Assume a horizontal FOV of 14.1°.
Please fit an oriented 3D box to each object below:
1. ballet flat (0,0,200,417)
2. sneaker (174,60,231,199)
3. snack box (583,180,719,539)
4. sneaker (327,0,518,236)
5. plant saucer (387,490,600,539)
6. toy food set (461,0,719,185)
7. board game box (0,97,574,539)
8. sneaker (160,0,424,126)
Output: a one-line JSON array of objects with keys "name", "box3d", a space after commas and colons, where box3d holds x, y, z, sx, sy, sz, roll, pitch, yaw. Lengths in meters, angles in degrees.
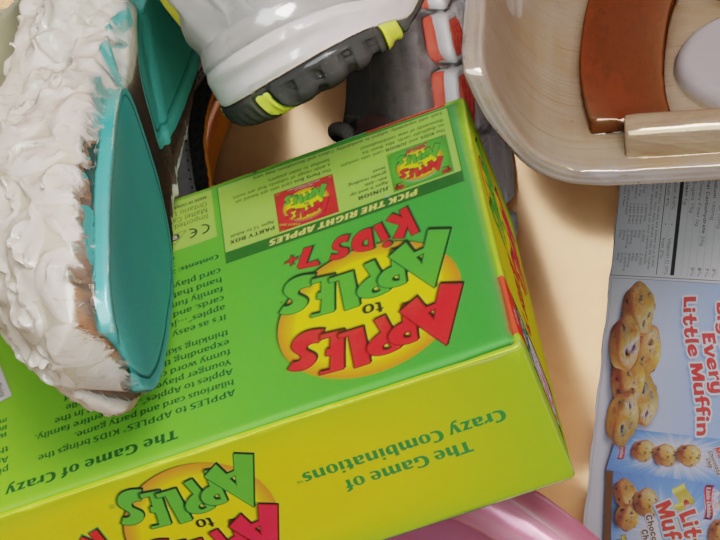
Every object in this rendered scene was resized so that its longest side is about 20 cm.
[{"name": "ballet flat", "box3d": [-0.075, -0.029, 0.724, 0.071, 0.200, 0.072, 2, 124, 2]}, {"name": "sneaker", "box3d": [-0.079, -0.010, 0.826, 0.077, 0.078, 0.201, 25, 89, 2]}, {"name": "snack box", "box3d": [0.097, 0.038, 0.808, 0.072, 0.024, 0.201, 4, 86, 48]}, {"name": "sneaker", "box3d": [0.000, 0.000, 0.818, 0.082, 0.077, 0.201, -4, 86, 13]}, {"name": "plant saucer", "box3d": [0.009, 0.131, 0.788, 0.200, 0.051, 0.201, 8, 112, 21]}, {"name": "toy food set", "box3d": [0.129, -0.093, 0.770, 0.199, 0.144, 0.061, -3, 128, 7]}, {"name": "board game box", "box3d": [-0.054, 0.034, 0.733, 0.199, 0.102, 0.048, -19, 128, 7]}, {"name": "sneaker", "box3d": [-0.015, -0.118, 0.767, 0.075, 0.200, 0.077, -28, 114, 19]}]
